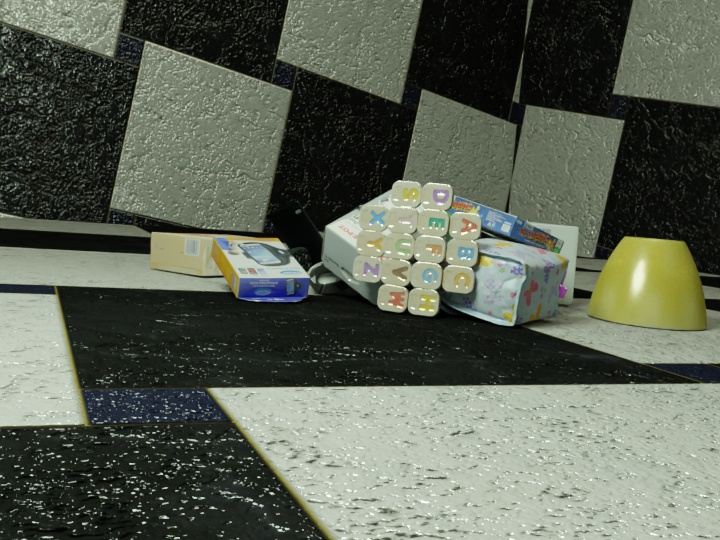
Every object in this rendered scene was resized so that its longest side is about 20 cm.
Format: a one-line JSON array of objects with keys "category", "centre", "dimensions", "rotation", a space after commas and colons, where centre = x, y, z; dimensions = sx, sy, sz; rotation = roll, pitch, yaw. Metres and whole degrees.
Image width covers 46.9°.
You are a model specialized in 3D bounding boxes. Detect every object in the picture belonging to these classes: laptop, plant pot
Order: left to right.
[{"category": "laptop", "centre": [-0.058, -0.062, 1.603], "dimensions": [0.198, 0.104, 0.177], "rotation": [2, -6, -23]}, {"category": "plant pot", "centre": [0.503, 0.016, 1.439], "dimensions": [0.198, 0.144, 0.200], "rotation": [5, 5, 0]}]

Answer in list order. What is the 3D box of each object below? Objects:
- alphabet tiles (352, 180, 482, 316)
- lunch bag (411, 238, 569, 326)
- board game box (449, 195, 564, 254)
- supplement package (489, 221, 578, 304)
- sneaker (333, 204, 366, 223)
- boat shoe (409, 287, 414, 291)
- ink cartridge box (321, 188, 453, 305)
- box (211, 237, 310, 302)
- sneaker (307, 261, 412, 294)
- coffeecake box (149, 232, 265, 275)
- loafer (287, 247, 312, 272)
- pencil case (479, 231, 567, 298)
[{"category": "alphabet tiles", "centre": [0.083, -0.034, 1.261], "dimensions": [0.194, 0.202, 0.015], "rotation": [7, 0, 19]}, {"category": "lunch bag", "centre": [0.203, 0.012, 1.321], "dimensions": [0.199, 0.128, 0.169], "rotation": [20, 14, 34]}, {"category": "board game box", "centre": [0.239, -0.081, 1.449], "dimensions": [0.135, 0.035, 0.199], "rotation": [21, 4, -38]}, {"category": "supplement package", "centre": [0.321, -0.022, 1.655], "dimensions": [0.150, 0.152, 0.200], "rotation": [3, 5, -8]}, {"category": "sneaker", "centre": [0.003, -0.080, 1.519], "dimensions": [0.083, 0.072, 0.199], "rotation": [32, 27, 35]}, {"category": "boat shoe", "centre": [0.173, 0.022, 1.534], "dimensions": [0.198, 0.074, 0.063], "rotation": [-1, -25, -8]}, {"category": "ink cartridge box", "centre": [0.053, -0.048, 1.396], "dimensions": [0.146, 0.084, 0.199], "rotation": [36, 49, 28]}, {"category": "box", "centre": [-0.162, -0.003, 1.347], "dimensions": [0.118, 0.042, 0.200], "rotation": [0, 21, -25]}, {"category": "sneaker", "centre": [0.000, 0.000, 1.494], "dimensions": [0.198, 0.077, 0.115], "rotation": [-2, 7, -10]}, {"category": "coffeecake box", "centre": [-0.292, -0.033, 1.654], "dimensions": [0.152, 0.074, 0.199], "rotation": [7, 5, 35]}, {"category": "loafer", "centre": [-0.166, -0.003, 1.519], "dimensions": [0.070, 0.069, 0.200], "rotation": [-18, -3, 32]}, {"category": "pencil case", "centre": [0.265, -0.004, 1.476], "dimensions": [0.198, 0.086, 0.092], "rotation": [23, 0, -3]}]
